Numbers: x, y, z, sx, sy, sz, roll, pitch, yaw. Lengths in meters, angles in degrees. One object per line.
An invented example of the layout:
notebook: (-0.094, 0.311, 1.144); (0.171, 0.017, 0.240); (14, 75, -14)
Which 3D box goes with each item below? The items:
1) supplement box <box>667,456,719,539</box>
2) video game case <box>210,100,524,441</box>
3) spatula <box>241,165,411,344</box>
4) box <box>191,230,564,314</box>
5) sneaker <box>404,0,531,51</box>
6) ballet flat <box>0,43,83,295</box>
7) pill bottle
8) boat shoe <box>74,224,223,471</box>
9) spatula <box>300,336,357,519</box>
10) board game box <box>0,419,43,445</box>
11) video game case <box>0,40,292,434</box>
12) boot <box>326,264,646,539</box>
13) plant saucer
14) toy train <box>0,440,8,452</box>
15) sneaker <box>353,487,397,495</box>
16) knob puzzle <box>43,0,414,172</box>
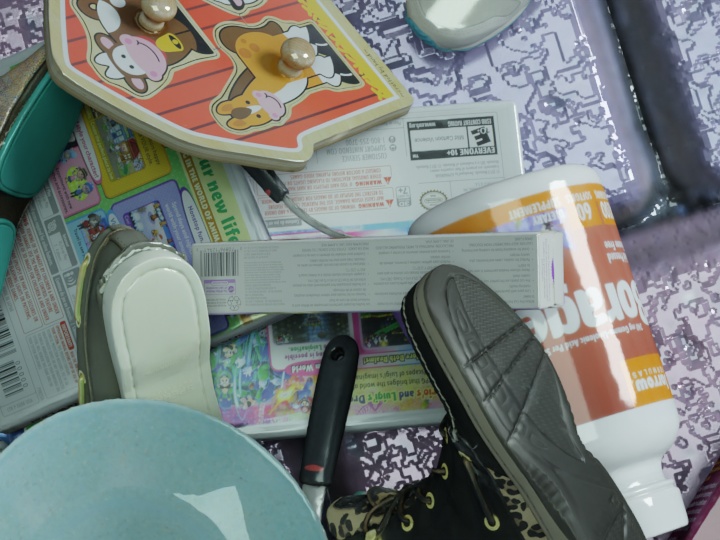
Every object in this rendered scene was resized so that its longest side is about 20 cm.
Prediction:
supplement box: (0.220, 0.188, 1.194); (0.131, 0.103, 0.201); (32, 85, 6)
video game case: (0.000, 0.000, 1.250); (0.199, 0.024, 0.183); (-5, 81, -6)
spatula: (-0.027, -0.033, 1.206); (0.200, 0.057, 0.021); (44, 75, -1)
box: (0.007, 0.002, 1.144); (0.199, 0.039, 0.042); (-2, 91, 25)
sneaker: (0.098, -0.210, 1.258); (0.076, 0.081, 0.200); (42, 88, 5)
ballet flat: (-0.213, -0.045, 1.203); (0.067, 0.068, 0.201); (19, 83, 19)
pill bottle: (0.105, 0.053, 1.182); (0.112, 0.112, 0.201); (-18, 82, 0)
boat shoe: (-0.115, 0.071, 1.181); (0.072, 0.060, 0.203); (-15, 122, -25)
spatula: (-0.025, 0.132, 1.190); (0.056, 0.021, 0.201); (4, 76, 23)
board game box: (-0.152, 0.084, 1.256); (0.135, 0.034, 0.201); (-13, 83, 0)
video game case: (-0.153, -0.034, 1.235); (0.181, 0.022, 0.201); (-23, 78, 5)
boot: (0.043, 0.107, 1.115); (0.150, 0.073, 0.200); (-25, 105, 37)
plant saucer: (-0.110, 0.164, 1.109); (0.200, 0.039, 0.202); (9, 63, -17)
toy train: (-0.280, 0.086, 1.239); (0.199, 0.042, 0.057); (22, 96, 18)
sneaker: (0.008, 0.168, 1.228); (0.199, 0.075, 0.089); (-31, 77, -11)
knob puzzle: (-0.086, -0.135, 1.206); (0.219, 0.030, 0.220); (17, 46, -18)
